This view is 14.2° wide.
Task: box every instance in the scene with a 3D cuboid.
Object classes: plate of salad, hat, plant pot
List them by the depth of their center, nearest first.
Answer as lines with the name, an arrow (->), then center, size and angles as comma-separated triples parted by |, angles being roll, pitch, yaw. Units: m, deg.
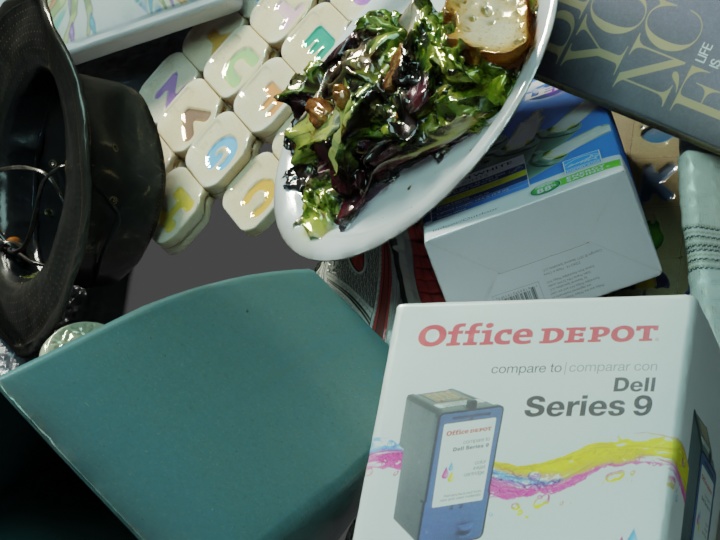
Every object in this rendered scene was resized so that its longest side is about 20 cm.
plant pot -> -0.073, 0.093, 1.374 | 0.141, 0.141, 0.200 | 45, 51, 15
plate of salad -> 0.019, -0.095, 1.431 | 0.200, 0.048, 0.200 | -36, 35, 30
hat -> -0.151, -0.052, 1.564 | 0.081, 0.201, 0.201 | 0, 45, -25

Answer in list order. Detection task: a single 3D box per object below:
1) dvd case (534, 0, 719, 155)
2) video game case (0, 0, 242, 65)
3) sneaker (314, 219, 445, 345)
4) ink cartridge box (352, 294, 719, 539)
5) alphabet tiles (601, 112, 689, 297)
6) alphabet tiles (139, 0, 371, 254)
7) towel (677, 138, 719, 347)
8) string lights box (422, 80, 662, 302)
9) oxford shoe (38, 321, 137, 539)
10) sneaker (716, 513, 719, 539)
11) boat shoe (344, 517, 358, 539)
dvd case -> 0.164, -0.142, 1.424 | 0.200, 0.016, 0.149 | 25, 84, 29
video game case -> -0.166, -0.210, 1.686 | 0.200, 0.022, 0.182 | -16, 71, 25
sneaker -> 0.000, 0.000, 1.500 | 0.082, 0.078, 0.200 | -24, 50, 2
ink cartridge box -> 0.078, 0.115, 1.272 | 0.145, 0.088, 0.200 | -1, 55, 20
alphabet tiles -> 0.155, -0.032, 1.516 | 0.166, 0.006, 0.200 | -3, 54, 18
alphabet tiles -> -0.057, -0.103, 1.583 | 0.200, 0.015, 0.196 | -48, 35, 6
towel -> 0.249, 0.009, 1.387 | 0.192, 0.035, 0.200 | 3, 55, -6
string lights box -> 0.085, -0.039, 1.446 | 0.103, 0.059, 0.200 | -20, 19, 6
oxford shoe -> -0.107, 0.116, 1.468 | 0.075, 0.058, 0.200 | -18, 60, -29
sneaker -> 0.147, 0.077, 1.388 | 0.200, 0.080, 0.070 | 35, 70, 31
boat shoe -> -0.023, 0.195, 1.365 | 0.071, 0.070, 0.201 | 5, 59, 19
